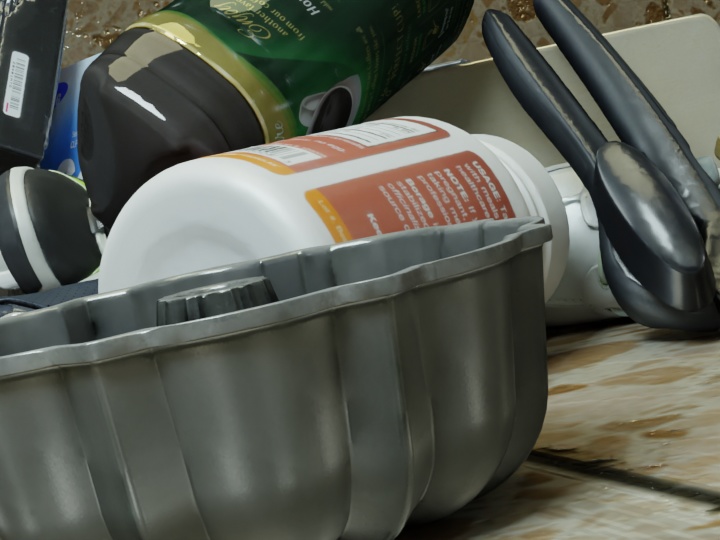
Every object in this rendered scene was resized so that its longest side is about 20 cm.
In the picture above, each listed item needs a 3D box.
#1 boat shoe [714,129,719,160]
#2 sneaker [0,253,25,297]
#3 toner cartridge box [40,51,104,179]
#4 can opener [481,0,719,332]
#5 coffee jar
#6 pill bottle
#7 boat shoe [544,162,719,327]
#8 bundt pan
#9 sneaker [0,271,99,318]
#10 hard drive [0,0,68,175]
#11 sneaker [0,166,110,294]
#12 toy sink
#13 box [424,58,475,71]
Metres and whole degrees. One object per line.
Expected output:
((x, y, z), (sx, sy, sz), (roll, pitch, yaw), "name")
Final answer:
((0.256, -0.062, 0.857), (0.199, 0.066, 0.072), (6, 20, -1), "boat shoe")
((-0.231, -0.010, 0.967), (0.199, 0.083, 0.075), (-2, -13, 13), "sneaker")
((-0.127, -0.064, 1.042), (0.043, 0.096, 0.200), (16, -15, -32), "toner cartridge box")
((0.111, -0.053, 0.843), (0.063, 0.079, 0.201), (-15, 50, -10), "can opener")
((-0.036, -0.093, 0.858), (0.200, 0.085, 0.105), (-45, -18, -33), "coffee jar")
((0.000, 0.000, 0.781), (0.112, 0.113, 0.200), (-9, 5, 35), "pill bottle")
((0.128, -0.018, 0.890), (0.199, 0.074, 0.067), (-11, 2, 5), "boat shoe")
((-0.035, 0.041, 0.578), (0.201, 0.076, 0.202), (-13, 5, 1), "bundt pan")
((-0.104, 0.040, 0.806), (0.201, 0.077, 0.146), (-9, 7, -24), "sneaker")
((-0.212, -0.073, 1.094), (0.038, 0.140, 0.200), (17, -35, -22), "hard drive")
((-0.090, -0.011, 0.934), (0.083, 0.072, 0.200), (-29, -30, 21), "sneaker")
((0.084, -0.043, 0.982), (0.199, 0.131, 0.112), (-13, 4, 1), "toy sink")
((-0.011, -0.034, 1.117), (0.199, 0.133, 0.115), (-10, 1, 16), "box")
